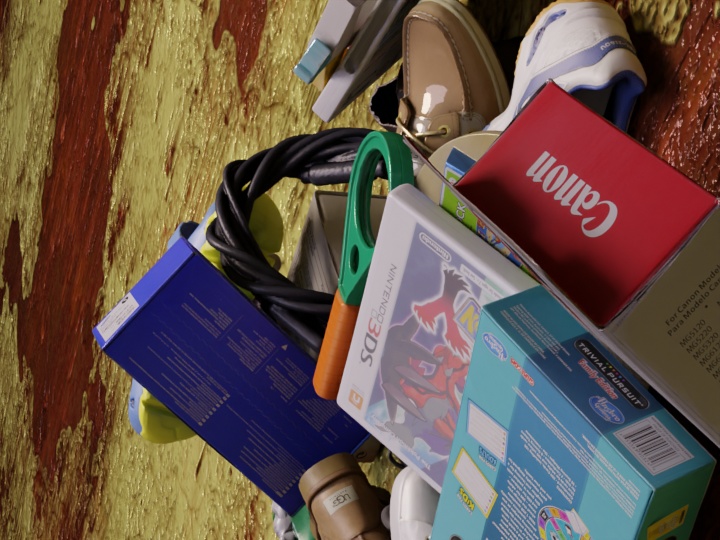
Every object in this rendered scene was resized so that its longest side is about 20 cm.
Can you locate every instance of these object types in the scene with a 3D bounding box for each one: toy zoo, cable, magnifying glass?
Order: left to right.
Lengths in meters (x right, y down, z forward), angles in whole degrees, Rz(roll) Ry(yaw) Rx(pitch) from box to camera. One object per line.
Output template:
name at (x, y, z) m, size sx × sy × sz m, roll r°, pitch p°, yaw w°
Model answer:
cable at (-0.016, -0.032, 1.338) m, size 0.200 × 0.163 × 0.051 m, roll 39°, pitch 170°, yaw 24°
magnifying glass at (0.000, 0.000, 1.235) m, size 0.080 × 0.022 × 0.201 m, roll -113°, pitch 33°, yaw -50°
toy zoo at (0.021, -0.197, 1.275) m, size 0.200 × 0.020 × 0.131 m, roll -47°, pitch -5°, yaw -21°

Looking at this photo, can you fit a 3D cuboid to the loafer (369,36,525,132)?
loafer at (0.060, -0.116, 1.303) m, size 0.200 × 0.071 × 0.074 m, roll 160°, pitch 111°, yaw -69°

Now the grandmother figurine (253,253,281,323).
grandmother figurine at (-0.088, 0.040, 1.464) m, size 0.122 × 0.060 × 0.201 m, roll 99°, pitch 164°, yaw -46°

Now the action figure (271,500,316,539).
action figure at (-0.038, 0.239, 1.453) m, size 0.118 × 0.054 × 0.201 m, roll 47°, pitch -155°, yaw -63°

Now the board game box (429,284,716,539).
board game box at (0.112, 0.133, 1.060) m, size 0.151 × 0.047 × 0.201 m, roll 48°, pitch 144°, yaw 36°

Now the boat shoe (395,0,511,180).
boat shoe at (0.056, -0.078, 1.223) m, size 0.074 × 0.066 × 0.201 m, roll 17°, pitch 129°, yaw 48°

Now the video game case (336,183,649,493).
video game case at (0.074, 0.073, 1.150) m, size 0.200 × 0.023 × 0.183 m, roll 39°, pitch 136°, yaw 27°

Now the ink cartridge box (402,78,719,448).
ink cartridge box at (0.130, -0.012, 0.926) m, size 0.084 × 0.175 × 0.200 m, roll -47°, pitch 28°, yaw 3°

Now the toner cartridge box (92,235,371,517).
toner cartridge box at (-0.087, 0.077, 1.345) m, size 0.095 × 0.200 × 0.043 m, roll -45°, pitch 25°, yaw 0°

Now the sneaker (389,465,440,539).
sneaker at (0.083, 0.209, 1.196) m, size 0.085 × 0.072 × 0.201 m, roll -41°, pitch 66°, yaw 56°

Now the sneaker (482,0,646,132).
sneaker at (0.113, -0.062, 1.143) m, size 0.088 × 0.075 × 0.201 m, roll -113°, pitch 31°, yaw -50°

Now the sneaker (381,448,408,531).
sneaker at (0.059, 0.101, 1.261) m, size 0.077 × 0.081 × 0.202 m, roll -126°, pitch 42°, yaw -60°

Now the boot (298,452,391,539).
boot at (0.027, 0.246, 1.342) m, size 0.201 × 0.066 × 0.175 m, roll 61°, pitch -177°, yaw 29°

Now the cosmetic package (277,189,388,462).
cosmetic package at (-0.012, 0.047, 1.459) m, size 0.104 × 0.086 × 0.201 m, roll -105°, pitch 25°, yaw -43°

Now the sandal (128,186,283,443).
sandal at (-0.123, 0.035, 1.410) m, size 0.087 × 0.079 × 0.201 m, roll -1°, pitch 62°, yaw 53°

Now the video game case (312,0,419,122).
video game case at (0.047, -0.197, 1.271) m, size 0.143 × 0.018 × 0.200 m, roll -45°, pitch -6°, yaw -41°

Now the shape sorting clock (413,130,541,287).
shape sorting clock at (0.098, 0.012, 1.138) m, size 0.199 × 0.039 × 0.201 m, roll 26°, pitch 129°, yaw 37°
